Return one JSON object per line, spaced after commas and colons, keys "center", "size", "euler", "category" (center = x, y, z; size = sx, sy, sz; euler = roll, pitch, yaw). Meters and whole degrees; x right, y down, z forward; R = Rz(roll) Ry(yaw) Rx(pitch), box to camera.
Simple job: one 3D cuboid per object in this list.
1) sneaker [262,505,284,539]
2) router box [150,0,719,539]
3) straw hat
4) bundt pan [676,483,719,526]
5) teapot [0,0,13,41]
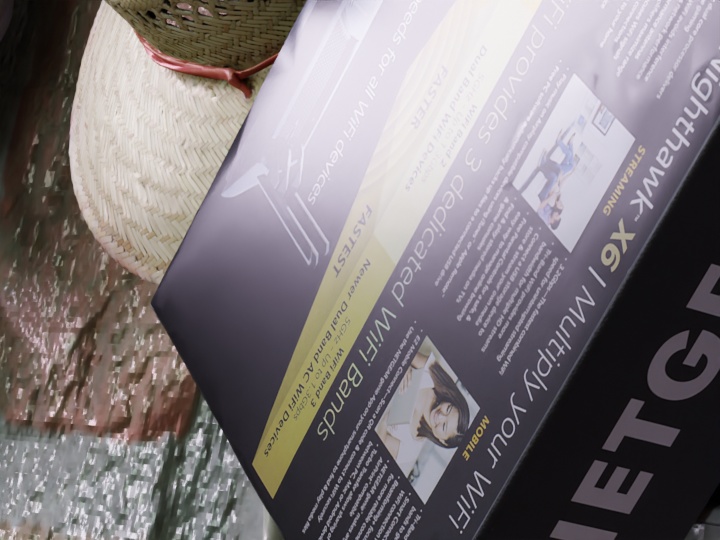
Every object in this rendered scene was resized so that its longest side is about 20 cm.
{"center": [0.000, 0.000, 0.750], "size": [0.070, 0.076, 0.200], "euler": [-12, 77, 45], "category": "sneaker"}
{"center": [0.039, -0.027, 0.600], "size": [0.200, 0.052, 0.157], "euler": [-61, 34, 21], "category": "router box"}
{"center": [-0.032, -0.098, 0.740], "size": [0.201, 0.085, 0.201], "euler": [-24, 48, 30], "category": "straw hat"}
{"center": [0.109, -0.033, 0.614], "size": [0.202, 0.076, 0.202], "euler": [-31, 51, 48], "category": "bundt pan"}
{"center": [-0.207, -0.107, 1.092], "size": [0.197, 0.146, 0.200], "euler": [-6, 38, 39], "category": "teapot"}
